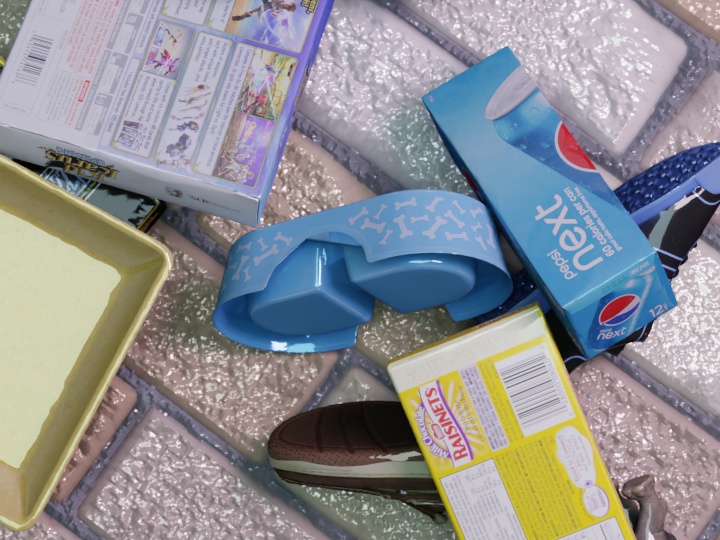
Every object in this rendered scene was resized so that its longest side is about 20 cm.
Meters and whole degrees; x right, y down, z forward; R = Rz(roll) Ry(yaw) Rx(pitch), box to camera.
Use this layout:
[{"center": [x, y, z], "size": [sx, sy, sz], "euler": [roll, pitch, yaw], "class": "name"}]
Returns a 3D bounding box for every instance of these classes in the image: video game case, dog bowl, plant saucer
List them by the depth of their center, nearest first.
[{"center": [0.000, 0.000, 1.418], "size": [0.199, 0.111, 0.050], "euler": [-14, 63, 28], "class": "dog bowl"}, {"center": [-0.244, 0.031, 1.426], "size": [0.199, 0.048, 0.201], "euler": [29, 90, 3], "class": "plant saucer"}, {"center": [-0.122, -0.142, 1.444], "size": [0.180, 0.046, 0.201], "euler": [16, 63, 4], "class": "video game case"}]

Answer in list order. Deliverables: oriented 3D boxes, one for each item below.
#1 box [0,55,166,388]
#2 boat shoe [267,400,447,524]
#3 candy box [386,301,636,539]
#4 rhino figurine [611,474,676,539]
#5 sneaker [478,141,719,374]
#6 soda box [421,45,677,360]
[{"center": [-0.249, -0.021, 1.478], "size": [0.160, 0.049, 0.200], "euler": [41, 89, 3], "class": "box"}, {"center": [0.041, 0.130, 1.444], "size": [0.201, 0.075, 0.075], "euler": [-2, 117, 16], "class": "boat shoe"}, {"center": [0.100, 0.129, 1.385], "size": [0.102, 0.026, 0.201], "euler": [-21, 97, 11], "class": "candy box"}, {"center": [0.114, 0.208, 1.440], "size": [0.199, 0.060, 0.088], "euler": [-28, 100, 3], "class": "rhino figurine"}, {"center": [0.171, 0.001, 1.453], "size": [0.200, 0.070, 0.078], "euler": [-37, 107, -5], "class": "sneaker"}, {"center": [0.115, -0.045, 1.405], "size": [0.068, 0.064, 0.200], "euler": [-31, 52, 0], "class": "soda box"}]
